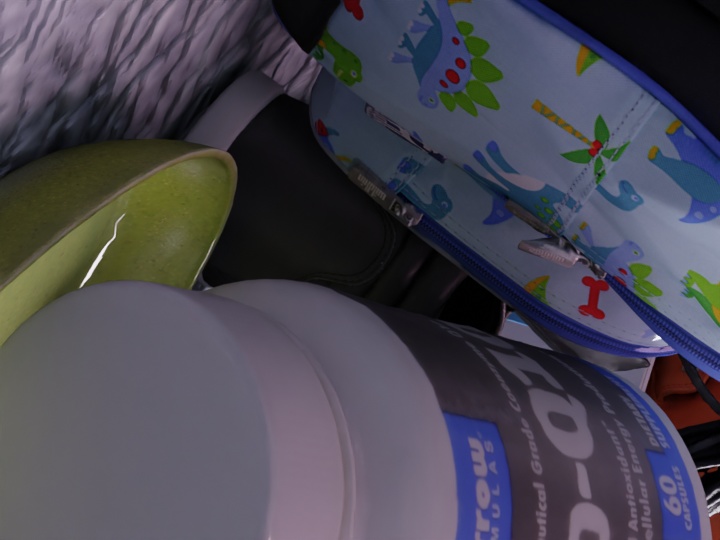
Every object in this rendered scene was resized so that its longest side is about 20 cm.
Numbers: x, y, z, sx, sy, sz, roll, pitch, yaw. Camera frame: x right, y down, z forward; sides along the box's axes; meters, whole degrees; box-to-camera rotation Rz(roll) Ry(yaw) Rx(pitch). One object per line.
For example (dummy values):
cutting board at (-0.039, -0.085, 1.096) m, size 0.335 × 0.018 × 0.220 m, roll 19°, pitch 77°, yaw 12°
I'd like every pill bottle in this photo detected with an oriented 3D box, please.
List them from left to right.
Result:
pill bottle at (-0.003, 0.064, 0.687) m, size 0.114 × 0.114 × 0.200 m, roll -52°, pitch 149°, yaw 15°

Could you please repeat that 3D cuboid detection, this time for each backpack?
backpack at (0.098, -0.064, 0.728) m, size 0.183 × 0.200 × 0.147 m, roll -44°, pitch 170°, yaw -34°

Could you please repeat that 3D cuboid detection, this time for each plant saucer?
plant saucer at (-0.108, 0.038, 0.691) m, size 0.200 × 0.031 × 0.200 m, roll -48°, pitch 172°, yaw -9°

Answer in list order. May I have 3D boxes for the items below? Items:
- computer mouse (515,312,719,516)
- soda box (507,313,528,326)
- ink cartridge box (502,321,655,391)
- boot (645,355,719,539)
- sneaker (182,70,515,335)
computer mouse at (0.093, -0.017, 0.833) m, size 0.140 × 0.201 × 0.046 m, roll -21°, pitch -171°, yaw 31°
soda box at (0.089, -0.033, 0.991) m, size 0.200 × 0.064 × 0.068 m, roll -38°, pitch 143°, yaw -70°
ink cartridge box at (0.075, 0.021, 1.160) m, size 0.147 × 0.086 × 0.200 m, roll 119°, pitch -6°, yaw -50°
boot at (0.149, 0.040, 1.119) m, size 0.200 × 0.075 × 0.107 m, roll -84°, pitch -166°, yaw -55°
sneaker at (0.000, 0.000, 0.842) m, size 0.071 × 0.099 × 0.200 m, roll -51°, pitch 173°, yaw 0°
